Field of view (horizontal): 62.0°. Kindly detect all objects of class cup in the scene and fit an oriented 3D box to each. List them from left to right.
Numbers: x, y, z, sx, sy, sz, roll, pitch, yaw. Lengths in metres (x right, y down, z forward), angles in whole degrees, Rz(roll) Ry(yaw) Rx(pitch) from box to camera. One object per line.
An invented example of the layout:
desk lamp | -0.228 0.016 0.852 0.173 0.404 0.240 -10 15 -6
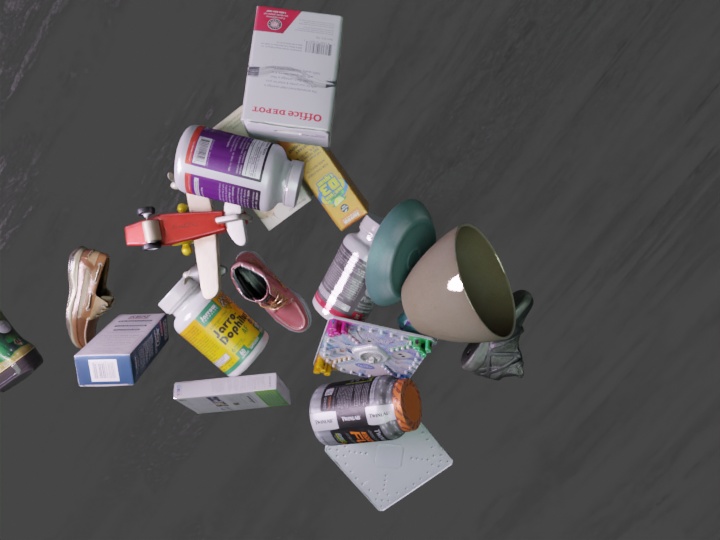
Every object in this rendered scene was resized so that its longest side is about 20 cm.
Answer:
cup | 0.155 0.041 1.022 0.142 0.201 0.201 -25 107 32

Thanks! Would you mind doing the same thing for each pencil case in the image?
pencil case | 0.166 0.059 1.147 0.092 0.085 0.200 42 102 -11

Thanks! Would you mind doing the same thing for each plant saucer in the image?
plant saucer | 0.083 -0.025 1.072 0.036 0.199 0.202 23 110 33

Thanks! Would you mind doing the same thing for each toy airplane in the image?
toy airplane | -0.290 -0.080 1.078 0.198 0.141 0.201 35 82 -6

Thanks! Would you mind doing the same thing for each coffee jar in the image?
coffee jar | -0.724 0.136 1.169 0.104 0.085 0.201 -33 103 6

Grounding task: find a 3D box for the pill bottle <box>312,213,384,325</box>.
pill bottle | 0.000 0.000 1.115 0.110 0.111 0.201 26 105 -8

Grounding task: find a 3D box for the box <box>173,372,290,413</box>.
box | -0.247 0.244 1.181 0.197 0.145 0.037 -5 66 2

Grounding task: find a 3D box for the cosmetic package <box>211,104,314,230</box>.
cosmetic package | -0.182 -0.186 1.079 0.103 0.073 0.201 -35 103 10

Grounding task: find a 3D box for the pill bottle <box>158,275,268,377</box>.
pill bottle | -0.282 0.101 1.145 0.113 0.113 0.200 -43 102 12

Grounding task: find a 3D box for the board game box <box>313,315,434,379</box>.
board game box | 0.018 0.166 1.146 0.198 0.026 0.201 13 144 -6

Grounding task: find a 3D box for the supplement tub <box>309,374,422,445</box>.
supplement tub | 0.011 0.270 1.162 0.198 0.123 0.124 -14 108 28

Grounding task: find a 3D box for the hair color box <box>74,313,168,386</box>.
hair color box | -0.435 0.142 1.111 0.099 0.200 0.061 -1 107 1

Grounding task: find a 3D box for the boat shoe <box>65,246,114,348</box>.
boat shoe | -0.517 0.056 1.152 0.073 0.076 0.202 6 108 -5

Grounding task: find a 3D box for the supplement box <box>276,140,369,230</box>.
supplement box | -0.065 -0.173 1.086 0.066 0.069 0.201 -34 105 11

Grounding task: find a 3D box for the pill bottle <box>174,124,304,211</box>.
pill bottle | -0.197 -0.164 0.990 0.198 0.113 0.114 13 107 -4

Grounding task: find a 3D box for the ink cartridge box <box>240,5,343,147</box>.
ink cartridge box | -0.110 -0.318 0.995 0.143 0.083 0.203 7 82 -3

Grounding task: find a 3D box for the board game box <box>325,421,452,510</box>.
board game box | 0.060 0.386 1.270 0.199 0.026 0.200 -37 104 11

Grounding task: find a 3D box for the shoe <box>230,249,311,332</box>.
shoe | -0.171 0.053 1.141 0.071 0.091 0.201 -37 103 11

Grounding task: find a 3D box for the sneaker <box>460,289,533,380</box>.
sneaker | 0.295 0.135 1.177 0.113 0.076 0.201 28 108 -10
